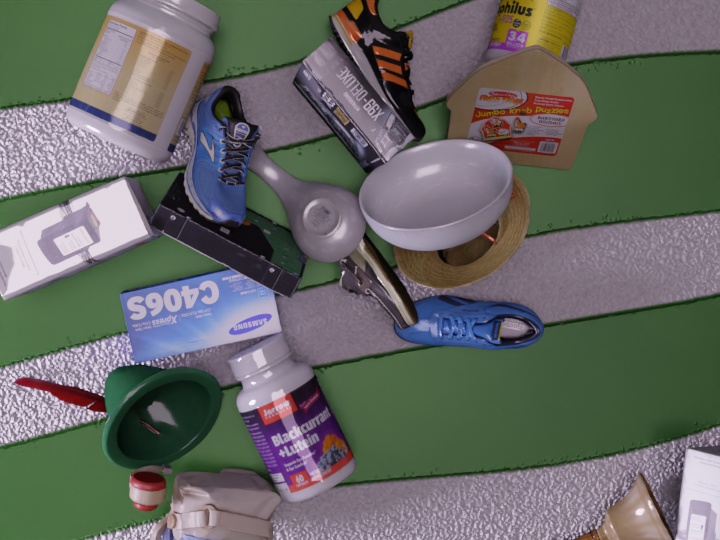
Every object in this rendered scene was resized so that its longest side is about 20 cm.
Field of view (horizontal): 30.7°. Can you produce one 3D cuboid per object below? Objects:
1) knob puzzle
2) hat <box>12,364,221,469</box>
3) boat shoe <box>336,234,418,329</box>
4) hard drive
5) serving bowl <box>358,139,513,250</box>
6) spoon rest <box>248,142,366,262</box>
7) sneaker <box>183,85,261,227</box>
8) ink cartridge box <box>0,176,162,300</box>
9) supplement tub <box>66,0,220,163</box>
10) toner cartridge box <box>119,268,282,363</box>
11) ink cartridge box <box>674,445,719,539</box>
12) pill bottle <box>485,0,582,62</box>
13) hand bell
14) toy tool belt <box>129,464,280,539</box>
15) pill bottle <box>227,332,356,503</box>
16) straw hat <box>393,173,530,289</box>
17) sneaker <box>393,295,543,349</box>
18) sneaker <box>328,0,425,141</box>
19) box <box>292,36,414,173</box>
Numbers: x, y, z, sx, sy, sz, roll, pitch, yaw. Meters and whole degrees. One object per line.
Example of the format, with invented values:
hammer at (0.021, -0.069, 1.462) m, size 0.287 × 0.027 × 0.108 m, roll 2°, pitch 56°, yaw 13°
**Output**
knob puzzle at (0.207, -0.217, 1.686) m, size 0.217 × 0.221 × 0.031 m, roll 6°, pitch 51°, yaw -4°
hat at (-0.307, 0.145, 1.726) m, size 0.199 × 0.176 × 0.167 m, roll 11°, pitch 116°, yaw -47°
boat shoe at (-0.001, 0.000, 1.723) m, size 0.066 × 0.072 × 0.202 m, roll -36°, pitch 86°, yaw 10°
hard drive at (-0.162, -0.046, 1.671) m, size 0.198 × 0.140 × 0.038 m, roll 27°, pitch 110°, yaw -8°
serving bowl at (0.100, -0.086, 1.664) m, size 0.198 × 0.201 × 0.066 m, roll -19°, pitch 126°, yaw -2°
spoon rest at (-0.076, -0.093, 1.698) m, size 0.200 × 0.061 × 0.100 m, roll 42°, pitch 91°, yaw 16°
sneaker at (-0.172, -0.147, 1.648) m, size 0.078 × 0.089 × 0.202 m, roll 11°, pitch 56°, yaw -37°
ink cartridge box at (-0.361, -0.042, 1.656) m, size 0.198 × 0.145 × 0.085 m, roll -23°, pitch 94°, yaw -2°
supplement tub at (-0.269, -0.252, 1.651) m, size 0.143 × 0.144 × 0.202 m, roll 24°, pitch 91°, yaw -5°
toner cartridge box at (-0.208, 0.054, 1.724) m, size 0.198 × 0.043 × 0.096 m, roll -13°, pitch 95°, yaw -3°
ink cartridge box at (0.487, 0.339, 1.734) m, size 0.144 × 0.083 × 0.203 m, roll 4°, pitch 93°, yaw -45°
pill bottle at (0.235, -0.352, 1.700) m, size 0.103 × 0.104 × 0.202 m, roll 15°, pitch 91°, yaw -5°
hand bell at (0.312, 0.363, 1.767) m, size 0.198 × 0.104 × 0.105 m, roll -28°, pitch 95°, yaw 10°
toy tool belt at (-0.207, 0.329, 1.696) m, size 0.198 × 0.125 × 0.124 m, roll 6°, pitch 101°, yaw -22°
pill bottle at (-0.094, 0.189, 1.705) m, size 0.111 × 0.111 × 0.202 m, roll -26°, pitch 95°, yaw -2°
straw hat at (0.147, -0.033, 1.716) m, size 0.200 × 0.202 × 0.085 m, roll -34°, pitch 136°, yaw -1°
sneaker at (0.144, 0.071, 1.733) m, size 0.197 × 0.078 × 0.067 m, roll 2°, pitch 95°, yaw -3°
sneaker at (0.043, -0.267, 1.709) m, size 0.090 × 0.070 × 0.201 m, roll -34°, pitch 93°, yaw 2°
box at (-0.013, -0.203, 1.644) m, size 0.050 × 0.200 × 0.158 m, roll -41°, pitch 96°, yaw -4°
